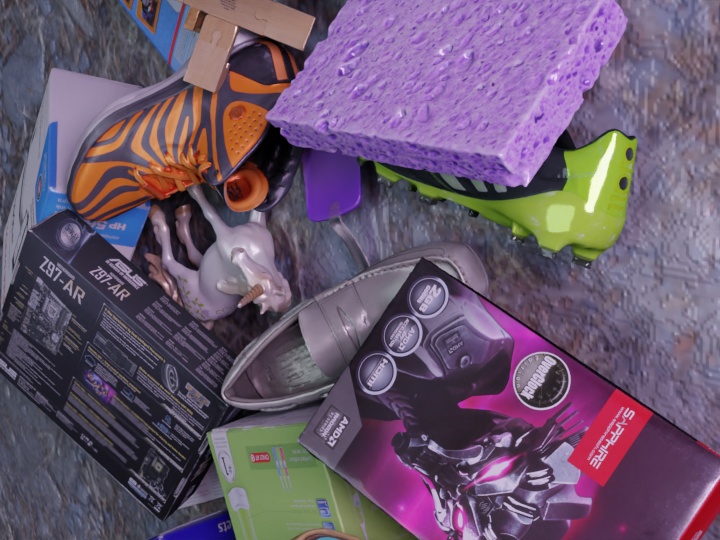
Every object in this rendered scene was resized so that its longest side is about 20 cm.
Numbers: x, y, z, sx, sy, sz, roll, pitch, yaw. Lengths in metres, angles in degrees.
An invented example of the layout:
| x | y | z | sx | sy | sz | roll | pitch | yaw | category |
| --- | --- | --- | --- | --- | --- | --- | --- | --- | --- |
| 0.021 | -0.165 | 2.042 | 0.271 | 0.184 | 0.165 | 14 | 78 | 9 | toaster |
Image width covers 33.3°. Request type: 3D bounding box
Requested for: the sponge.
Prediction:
| x | y | z | sx | sy | sz | roll | pitch | yaw | category |
| --- | --- | --- | --- | --- | --- | --- | --- | --- | --- |
| 0.041 | -0.109 | 0.666 | 0.199 | 0.030 | 0.112 | 16 | 67 | 49 | sponge |

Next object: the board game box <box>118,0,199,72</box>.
| x | y | z | sx | sy | sz | roll | pitch | yaw | category |
| --- | --- | --- | --- | --- | --- | --- | --- | --- | --- |
| -0.139 | -0.249 | 0.901 | 0.200 | 0.036 | 0.152 | 50 | 133 | 30 | board game box |

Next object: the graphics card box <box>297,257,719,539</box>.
| x | y | z | sx | sy | sz | roll | pitch | yaw | category |
| --- | --- | --- | --- | --- | --- | --- | --- | --- | --- |
| 0.079 | 0.098 | 0.630 | 0.199 | 0.051 | 0.126 | 35 | 90 | 26 | graphics card box |

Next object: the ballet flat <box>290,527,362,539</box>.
| x | y | z | sx | sy | sz | roll | pitch | yaw | category |
| --- | --- | --- | --- | --- | --- | --- | --- | --- | --- |
| 0.034 | 0.201 | 0.703 | 0.063 | 0.199 | 0.069 | -38 | 30 | 51 | ballet flat |

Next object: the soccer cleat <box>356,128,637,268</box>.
| x | y | z | sx | sy | sz | roll | pitch | yaw | category |
| --- | --- | --- | --- | --- | --- | --- | --- | --- | --- |
| 0.071 | -0.068 | 0.674 | 0.199 | 0.067 | 0.082 | 27 | 102 | 44 | soccer cleat |

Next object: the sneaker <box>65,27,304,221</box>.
| x | y | z | sx | sy | sz | roll | pitch | yaw | category |
| --- | --- | --- | --- | --- | --- | --- | --- | --- | --- |
| -0.121 | -0.074 | 0.829 | 0.199 | 0.077 | 0.113 | -37 | 56 | 20 | sneaker |

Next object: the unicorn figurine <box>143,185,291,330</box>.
| x | y | z | sx | sy | sz | roll | pitch | yaw | category |
| --- | --- | --- | --- | --- | --- | --- | --- | --- | --- |
| -0.102 | -0.010 | 0.900 | 0.138 | 0.073 | 0.200 | 66 | 156 | 15 | unicorn figurine |

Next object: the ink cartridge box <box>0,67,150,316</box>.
| x | y | z | sx | sy | sz | roll | pitch | yaw | category |
| --- | --- | --- | --- | --- | --- | --- | --- | --- | --- |
| -0.243 | -0.042 | 1.010 | 0.147 | 0.084 | 0.201 | -103 | 32 | -41 | ink cartridge box |

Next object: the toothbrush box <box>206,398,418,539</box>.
| x | y | z | sx | sy | sz | roll | pitch | yaw | category |
| --- | --- | --- | --- | --- | --- | --- | --- | --- | --- |
| -0.011 | 0.188 | 0.803 | 0.145 | 0.086 | 0.202 | -16 | 89 | 55 | toothbrush box |

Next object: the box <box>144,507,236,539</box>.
| x | y | z | sx | sy | sz | roll | pitch | yaw | category |
| --- | --- | --- | --- | --- | --- | --- | --- | --- | --- |
| -0.128 | 0.310 | 0.977 | 0.184 | 0.104 | 0.202 | -32 | 75 | 50 | box |

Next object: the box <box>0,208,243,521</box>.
| x | y | z | sx | sy | sz | roll | pitch | yaw | category |
| --- | --- | --- | --- | --- | --- | --- | --- | --- | --- |
| -0.187 | 0.074 | 0.917 | 0.200 | 0.043 | 0.161 | 39 | 131 | 9 | box |

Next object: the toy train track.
| x | y | z | sx | sy | sz | roll | pitch | yaw | category |
| --- | --- | --- | --- | --- | --- | --- | --- | --- | --- |
| -0.068 | -0.215 | 0.788 | 0.114 | 0.033 | 0.202 | 22 | 98 | 3 | toy train track |

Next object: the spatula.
| x | y | z | sx | sy | sz | roll | pitch | yaw | category |
| --- | --- | --- | --- | --- | --- | --- | --- | --- | --- |
| 0.000 | 0.000 | 0.802 | 0.056 | 0.020 | 0.202 | -16 | 91 | 45 | spatula |

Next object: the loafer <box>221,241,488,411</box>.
| x | y | z | sx | sy | sz | roll | pitch | yaw | category |
| --- | --- | --- | --- | --- | --- | --- | --- | --- | --- |
| -0.007 | 0.043 | 0.759 | 0.199 | 0.070 | 0.070 | -33 | 84 | 33 | loafer |

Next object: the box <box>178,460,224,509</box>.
| x | y | z | sx | sy | sz | roll | pitch | yaw | category |
| --- | --- | --- | --- | --- | --- | --- | --- | --- | --- |
| -0.102 | 0.158 | 0.957 | 0.199 | 0.038 | 0.042 | -27 | 76 | 51 | box |
